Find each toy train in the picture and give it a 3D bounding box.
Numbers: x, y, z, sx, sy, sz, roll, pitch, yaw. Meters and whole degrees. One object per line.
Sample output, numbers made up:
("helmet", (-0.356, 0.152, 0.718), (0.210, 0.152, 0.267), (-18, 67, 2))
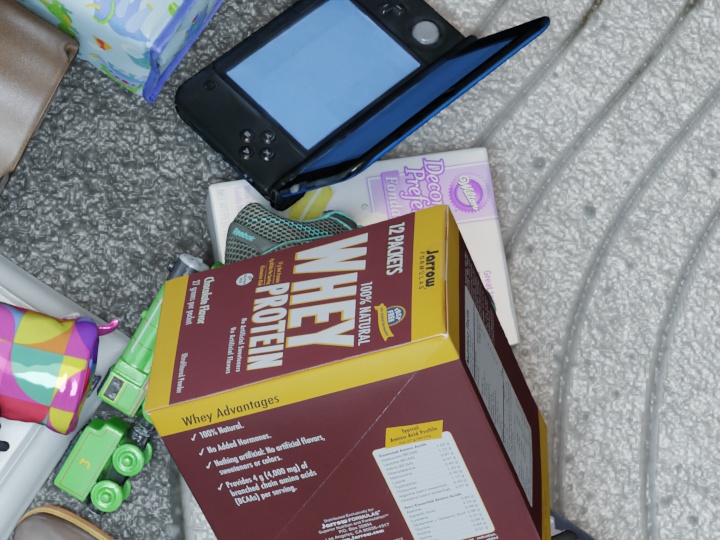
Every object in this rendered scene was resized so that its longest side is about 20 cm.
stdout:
("toy train", (-0.144, 0.075, 1.655), (0.056, 0.042, 0.200), (31, 100, 1))

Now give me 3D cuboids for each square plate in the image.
("square plate", (-0.288, 0.077, 1.674), (0.198, 0.028, 0.200), (34, 78, 0))

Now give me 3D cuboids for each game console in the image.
("game console", (-0.001, -0.142, 1.665), (0.200, 0.118, 0.171), (-38, 71, -25))

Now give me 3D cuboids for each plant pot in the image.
("plant pot", (-0.309, -0.132, 1.636), (0.198, 0.200, 0.200), (29, 78, -8))

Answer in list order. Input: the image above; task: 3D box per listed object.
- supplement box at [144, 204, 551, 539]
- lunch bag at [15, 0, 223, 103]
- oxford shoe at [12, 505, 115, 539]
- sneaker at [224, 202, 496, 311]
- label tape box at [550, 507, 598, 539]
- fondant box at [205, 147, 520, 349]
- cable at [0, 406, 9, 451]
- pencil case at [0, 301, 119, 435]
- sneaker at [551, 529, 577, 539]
("supplement box", (-0.004, 0.095, 1.545), (0.197, 0.133, 0.200), (-15, 125, 14))
("lunch bag", (-0.160, -0.248, 1.697), (0.170, 0.127, 0.200), (32, 73, 0))
("oxford shoe", (-0.174, 0.235, 1.615), (0.071, 0.073, 0.200), (-48, 68, 16))
("sneaker", (-0.002, -0.002, 1.635), (0.200, 0.078, 0.091), (11, 50, -23))
("label tape box", (0.090, 0.225, 1.672), (0.200, 0.066, 0.143), (35, 79, -2))
("fondant box", (0.000, 0.000, 1.706), (0.200, 0.058, 0.144), (-8, 80, -9))
("cable", (-0.315, 0.078, 1.565), (0.163, 0.200, 0.051), (1, 45, 14))
("pencil case", (-0.268, 0.049, 1.623), (0.200, 0.088, 0.088), (14, 78, -3))
("sneaker", (0.081, 0.240, 1.604), (0.200, 0.071, 0.099), (-26, 83, -15))
